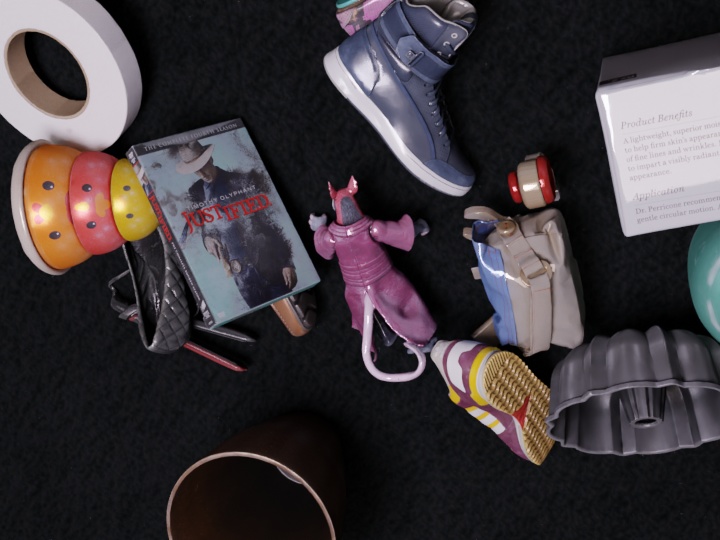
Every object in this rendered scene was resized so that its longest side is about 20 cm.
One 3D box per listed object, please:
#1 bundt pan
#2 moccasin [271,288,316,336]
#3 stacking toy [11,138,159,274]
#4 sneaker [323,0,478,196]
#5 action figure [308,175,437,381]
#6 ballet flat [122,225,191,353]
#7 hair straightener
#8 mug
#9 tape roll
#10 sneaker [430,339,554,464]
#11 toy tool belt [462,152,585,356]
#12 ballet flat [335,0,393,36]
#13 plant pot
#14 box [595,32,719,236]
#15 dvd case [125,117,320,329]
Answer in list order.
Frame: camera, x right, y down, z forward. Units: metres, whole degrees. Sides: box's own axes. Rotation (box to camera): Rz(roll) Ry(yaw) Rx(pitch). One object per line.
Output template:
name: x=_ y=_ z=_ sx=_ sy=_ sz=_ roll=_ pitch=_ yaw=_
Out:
bundt pan: x=0.280 y=0.117 z=1.039 sx=0.199 sy=0.202 sz=0.077 roll=-11 pitch=60 yaw=18
moccasin: x=-0.123 y=-0.010 z=1.152 sx=0.077 sy=0.074 sz=0.202 roll=-39 pitch=93 yaw=25
stacking toy: x=-0.260 y=-0.079 z=1.123 sx=0.197 sy=0.146 sz=0.149 roll=-7 pitch=105 yaw=10
sneaker: x=0.080 y=-0.177 z=1.024 sx=0.146 sy=0.077 sz=0.202 roll=-36 pitch=111 yaw=27
action figure: x=0.000 y=0.000 z=1.091 sx=0.132 sy=0.150 sz=0.202 roll=-11 pitch=118 yaw=24
ballet flat: x=-0.238 y=-0.005 z=1.178 sx=0.066 sy=0.057 sz=0.203 roll=-22 pitch=81 yaw=24
hair straightener: x=-0.209 y=0.046 z=1.221 sx=0.198 sy=0.041 sz=0.078 roll=23 pitch=91 yaw=13
mug: x=0.405 y=0.019 z=0.995 sx=0.184 sy=0.114 sz=0.153 roll=37 pitch=112 yaw=2
tape roll: x=-0.330 y=-0.218 z=1.125 sx=0.200 sy=0.037 sz=0.205 roll=14 pitch=133 yaw=15
sneaker: x=0.147 y=0.133 z=1.106 sx=0.089 sy=0.075 sz=0.201 roll=19 pitch=156 yaw=42
toy tool belt: x=0.150 y=-0.009 z=1.050 sx=0.121 sy=0.125 sz=0.202 roll=-11 pitch=115 yaw=17
ballet flat: x=0.066 y=-0.288 z=1.026 sx=0.199 sy=0.070 sz=0.071 roll=-32 pitch=115 yaw=26
plant pot: x=-0.088 y=0.241 z=1.153 sx=0.184 sy=0.200 sz=0.190 roll=5 pitch=109 yaw=14
box: x=0.319 y=-0.134 z=0.926 sx=0.196 sy=0.200 sz=0.133 roll=-9 pitch=106 yaw=18
dvd case: x=-0.141 y=-0.054 z=1.088 sx=0.022 sy=0.145 sz=0.202 roll=-35 pitch=79 yaw=49
